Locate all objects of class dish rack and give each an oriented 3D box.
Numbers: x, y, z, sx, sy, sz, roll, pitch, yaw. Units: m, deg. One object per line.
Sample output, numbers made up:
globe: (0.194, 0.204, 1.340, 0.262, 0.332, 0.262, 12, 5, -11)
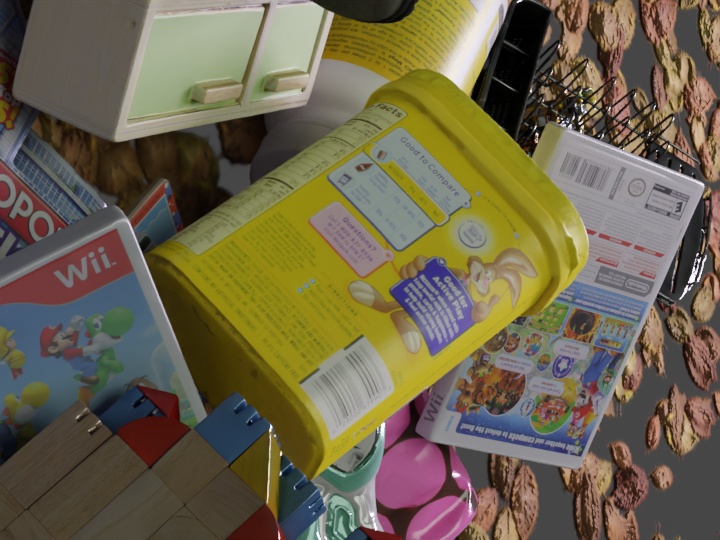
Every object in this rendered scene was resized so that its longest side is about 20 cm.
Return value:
dish rack: (0.155, -0.072, 1.168, 0.200, 0.055, 0.153, 31, 49, -14)

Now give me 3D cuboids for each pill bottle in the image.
pill bottle: (0.009, -0.117, 1.096, 0.112, 0.112, 0.200, 52, 49, -33)

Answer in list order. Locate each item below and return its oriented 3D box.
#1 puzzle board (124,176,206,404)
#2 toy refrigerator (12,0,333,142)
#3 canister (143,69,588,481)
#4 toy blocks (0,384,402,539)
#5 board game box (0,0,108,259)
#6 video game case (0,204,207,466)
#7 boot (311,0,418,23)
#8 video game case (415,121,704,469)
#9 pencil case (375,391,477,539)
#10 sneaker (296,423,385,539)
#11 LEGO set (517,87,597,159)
puzzle board: (-0.136, 0.071, 0.919, 0.200, 0.017, 0.151, -54, 148, -36)
toy refrigerator: (-0.087, -0.121, 0.920, 0.200, 0.070, 0.076, -21, 132, -63)
canister: (0.000, 0.000, 0.927, 0.200, 0.087, 0.149, -36, 75, -31)
toy blocks: (-0.076, 0.117, 0.773, 0.137, 0.200, 0.100, -42, 152, -15)
board game box: (-0.199, -0.038, 0.871, 0.200, 0.062, 0.200, 46, 53, -37)
video game case: (-0.143, 0.082, 0.831, 0.143, 0.017, 0.200, -28, 127, -14)
boot: (-0.073, -0.168, 0.877, 0.131, 0.200, 0.068, -14, 127, -41)
video game case: (0.124, 0.021, 1.081, 0.143, 0.018, 0.200, 16, 100, -43)
pencil case: (-0.003, 0.096, 1.075, 0.200, 0.091, 0.094, 58, 43, -31)
sneaker: (-0.036, 0.131, 0.999, 0.078, 0.140, 0.200, -8, 87, -21)
LEGO set: (0.135, -0.058, 1.238, 0.200, 0.116, 0.154, -1, 86, -51)
